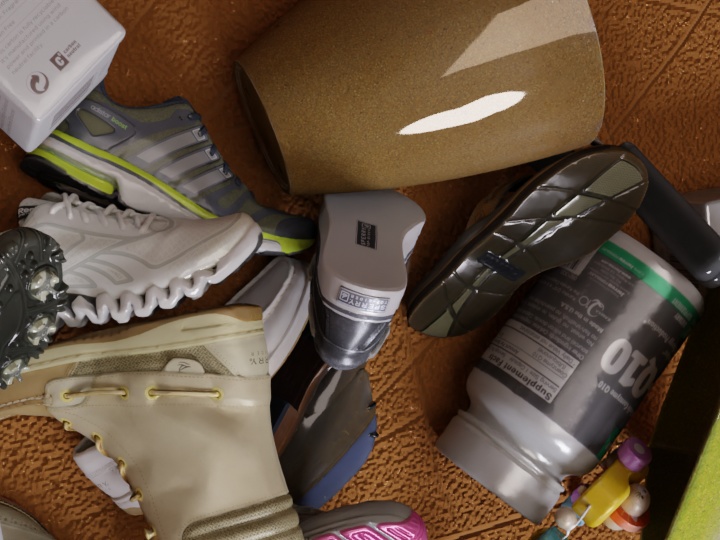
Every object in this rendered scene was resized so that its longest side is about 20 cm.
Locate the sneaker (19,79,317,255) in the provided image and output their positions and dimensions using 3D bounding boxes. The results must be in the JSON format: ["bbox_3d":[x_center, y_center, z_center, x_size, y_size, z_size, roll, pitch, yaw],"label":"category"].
[{"bbox_3d":[-0.109,-0.064,0.825,0.199,0.074,0.082,23,81,-29],"label":"sneaker"}]

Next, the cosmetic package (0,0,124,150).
[{"bbox_3d":[-0.228,-0.166,0.706,0.200,0.101,0.071,44,75,-10],"label":"cosmetic package"}]

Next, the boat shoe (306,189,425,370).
[{"bbox_3d":[0.000,0.000,0.836,0.071,0.200,0.068,16,114,-5],"label":"boat shoe"}]

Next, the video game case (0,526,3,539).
[{"bbox_3d":[-0.264,0.071,0.693,0.017,0.199,0.145,-18,104,-47],"label":"video game case"}]

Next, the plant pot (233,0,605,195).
[{"bbox_3d":[0.026,-0.129,0.841,0.198,0.186,0.188,-24,106,-9],"label":"plant pot"}]

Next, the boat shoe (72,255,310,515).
[{"bbox_3d":[-0.106,0.061,0.838,0.069,0.071,0.201,43,78,-24],"label":"boat shoe"}]

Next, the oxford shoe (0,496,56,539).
[{"bbox_3d":[-0.205,0.194,0.799,0.199,0.074,0.071,37,79,-25],"label":"oxford shoe"}]

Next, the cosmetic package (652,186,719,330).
[{"bbox_3d":[0.335,-0.022,1.051,0.198,0.071,0.103,-10,100,-25],"label":"cosmetic package"}]

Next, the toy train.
[{"bbox_3d":[0.156,0.195,0.928,0.056,0.151,0.200,44,61,13],"label":"toy train"}]

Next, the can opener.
[{"bbox_3d":[0.186,-0.060,0.930,0.067,0.200,0.053,-48,154,12],"label":"can opener"}]

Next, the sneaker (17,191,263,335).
[{"bbox_3d":[-0.157,-0.010,0.764,0.198,0.075,0.082,-13,101,6],"label":"sneaker"}]

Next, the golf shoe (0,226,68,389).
[{"bbox_3d":[-0.232,0.044,0.718,0.077,0.088,0.201,-8,138,-53],"label":"golf shoe"}]

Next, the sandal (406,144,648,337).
[{"bbox_3d":[0.109,-0.026,0.911,0.081,0.055,0.200,28,123,-34],"label":"sandal"}]

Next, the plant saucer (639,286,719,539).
[{"bbox_3d":[0.249,0.118,0.923,0.047,0.200,0.202,16,123,6],"label":"plant saucer"}]

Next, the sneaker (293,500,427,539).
[{"bbox_3d":[-0.046,0.181,0.831,0.199,0.089,0.082,-22,121,23],"label":"sneaker"}]

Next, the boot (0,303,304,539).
[{"bbox_3d":[-0.138,0.113,0.771,0.198,0.073,0.157,-13,88,9],"label":"boot"}]

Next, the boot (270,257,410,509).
[{"bbox_3d":[-0.020,0.077,0.898,0.200,0.074,0.097,-50,135,-18],"label":"boot"}]

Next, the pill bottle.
[{"bbox_3d":[0.148,0.074,0.938,0.113,0.113,0.201,37,87,-25],"label":"pill bottle"}]
